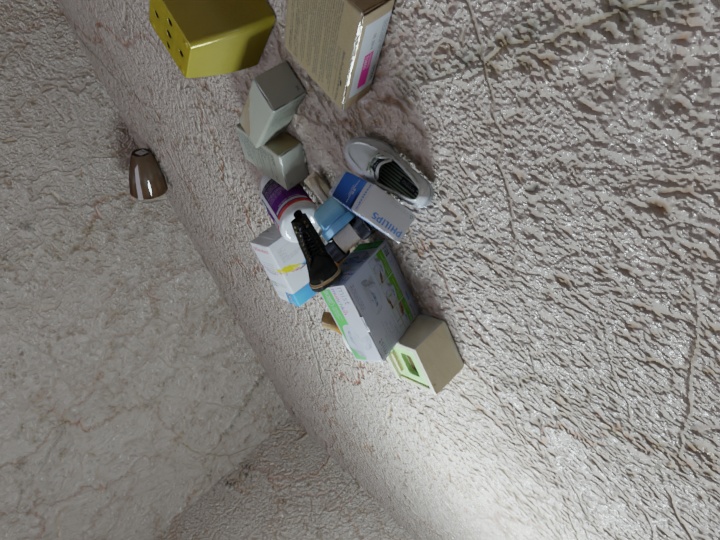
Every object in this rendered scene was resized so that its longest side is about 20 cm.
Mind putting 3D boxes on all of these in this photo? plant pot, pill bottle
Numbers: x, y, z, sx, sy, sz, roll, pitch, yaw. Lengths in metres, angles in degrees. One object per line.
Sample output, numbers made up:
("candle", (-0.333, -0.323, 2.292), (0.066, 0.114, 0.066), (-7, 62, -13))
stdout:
("plant pot", (-0.314, -0.512, 1.068), (0.203, 0.175, 0.199), (56, 157, -7))
("plant pot", (-1.059, -0.487, 2.601), (0.186, 0.184, 0.205), (35, 137, 36))
("pill bottle", (-0.185, -0.170, 1.340), (0.201, 0.110, 0.114), (53, 162, 39))

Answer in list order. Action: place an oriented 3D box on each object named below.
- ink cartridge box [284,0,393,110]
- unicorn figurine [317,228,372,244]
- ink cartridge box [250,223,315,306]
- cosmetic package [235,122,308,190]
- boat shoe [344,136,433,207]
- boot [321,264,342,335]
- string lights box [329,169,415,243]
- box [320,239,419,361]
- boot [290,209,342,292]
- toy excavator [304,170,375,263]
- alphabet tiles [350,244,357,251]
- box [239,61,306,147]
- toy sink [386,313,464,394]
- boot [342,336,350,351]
("ink cartridge box", (-0.041, -0.388, 0.832), (0.165, 0.075, 0.201), (48, 156, 10))
("unicorn figurine", (-0.073, -0.084, 1.277), (0.074, 0.137, 0.200), (51, 175, -25))
("ink cartridge box", (-0.198, -0.031, 1.540), (0.145, 0.145, 0.204), (15, 136, 57))
("cosmetic package", (-0.220, -0.297, 1.313), (0.199, 0.070, 0.107), (39, 152, 33))
("boat shoe", (0.044, -0.183, 0.934), (0.197, 0.075, 0.066), (33, -167, 22))
("boot", (-0.013, 0.062, 1.313), (0.140, 0.208, 0.071), (7, 167, 27))
("string lights box", (0.016, -0.123, 0.987), (0.101, 0.060, 0.200), (33, -175, -24))
("box", (0.025, 0.068, 1.182), (0.095, 0.177, 0.204), (-5, 121, 44))
("boot", (-0.106, -0.045, 1.128), (0.141, 0.076, 0.200), (63, 175, -19))
("toy excavator", (-0.062, -0.135, 1.166), (0.202, 0.099, 0.195), (53, -170, -2))
("alphabet tiles", (0.000, 0.000, 1.363), (0.204, 0.014, 0.194), (61, 156, -14))
("box", (-0.197, -0.358, 1.159), (0.079, 0.094, 0.199), (55, 156, -4))
("toy sink", (0.125, 0.186, 1.249), (0.198, 0.111, 0.133), (13, 134, 58))
("boot", (-0.017, 0.178, 1.564), (0.090, 0.072, 0.204), (18, 137, 63))
